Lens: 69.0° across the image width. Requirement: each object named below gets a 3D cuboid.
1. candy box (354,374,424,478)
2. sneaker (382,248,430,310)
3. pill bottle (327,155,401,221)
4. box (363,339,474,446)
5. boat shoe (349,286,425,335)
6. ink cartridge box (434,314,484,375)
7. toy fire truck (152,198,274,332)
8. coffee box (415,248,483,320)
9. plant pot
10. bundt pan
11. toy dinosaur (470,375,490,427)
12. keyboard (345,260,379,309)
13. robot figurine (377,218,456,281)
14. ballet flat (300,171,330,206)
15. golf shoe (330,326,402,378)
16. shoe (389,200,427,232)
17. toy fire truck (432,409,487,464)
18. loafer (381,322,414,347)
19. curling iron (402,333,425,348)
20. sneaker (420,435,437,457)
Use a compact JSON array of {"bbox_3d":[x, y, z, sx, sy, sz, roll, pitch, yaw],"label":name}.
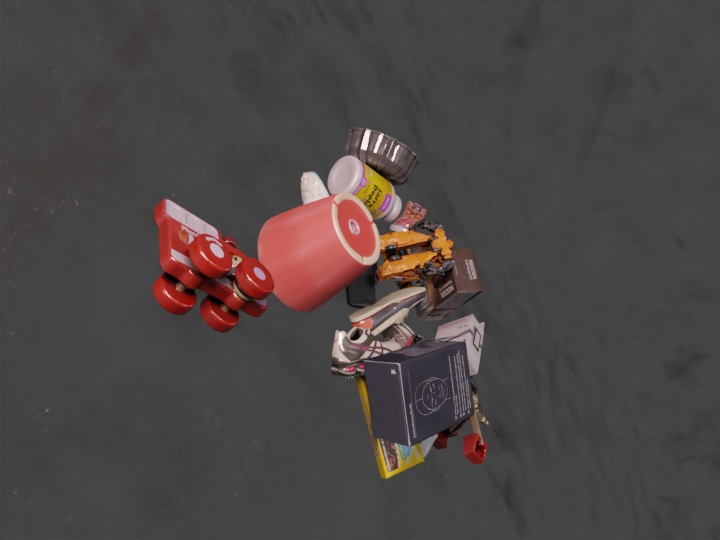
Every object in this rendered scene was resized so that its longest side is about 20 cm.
[{"bbox_3d":[0.060,0.301,1.063,0.100,0.026,0.205,-10,80,-34],"label":"candy box"},{"bbox_3d":[0.107,0.010,1.323,0.077,0.078,0.203,-10,69,-55],"label":"sneaker"},{"bbox_3d":[0.017,-0.191,1.284,0.198,0.103,0.107,25,50,-46],"label":"pill bottle"},{"bbox_3d":[0.117,0.230,1.022,0.197,0.106,0.153,-8,91,-41],"label":"box"},{"bbox_3d":[0.066,0.093,1.149,0.197,0.071,0.064,-25,100,-26],"label":"boat shoe"},{"bbox_3d":[0.256,0.192,1.381,0.068,0.114,0.201,53,34,-19],"label":"ink cartridge box"},{"bbox_3d":[-0.229,-0.013,0.819,0.199,0.112,0.170,32,27,-43],"label":"toy fire truck"},{"bbox_3d":[0.213,0.039,1.327,0.078,0.200,0.116,1,66,-24],"label":"coffee box"},{"bbox_3d":[-0.070,-0.045,0.996,0.199,0.175,0.205,33,44,-39],"label":"plant pot"},{"bbox_3d":[0.046,-0.277,1.324,0.200,0.199,0.078,28,83,-44],"label":"bundt pan"},{"bbox_3d":[0.301,0.327,1.427,0.088,0.046,0.205,31,44,-63],"label":"toy dinosaur"},{"bbox_3d":[0.000,0.000,1.216,0.102,0.040,0.205,11,60,-26],"label":"keyboard"},{"bbox_3d":[0.125,-0.042,1.220,0.195,0.058,0.148,-10,68,-16],"label":"robot figurine"},{"bbox_3d":[-0.084,-0.115,1.125,0.204,0.071,0.072,62,32,-5],"label":"ballet flat"},{"bbox_3d":[0.021,0.156,1.060,0.197,0.076,0.091,-4,90,-50],"label":"golf shoe"},{"bbox_3d":[0.125,-0.131,1.351,0.070,0.093,0.200,27,6,2],"label":"shoe"},{"bbox_3d":[0.220,0.346,1.205,0.049,0.139,0.203,45,38,-27],"label":"toy fire truck"},{"bbox_3d":[0.107,0.195,1.206,0.202,0.071,0.063,54,40,-23],"label":"loafer"},{"bbox_3d":[0.081,0.211,1.126,0.049,0.026,0.200,38,58,13],"label":"curling iron"},{"bbox_3d":[0.148,0.341,1.180,0.200,0.072,0.072,-44,115,-47],"label":"sneaker"}]
